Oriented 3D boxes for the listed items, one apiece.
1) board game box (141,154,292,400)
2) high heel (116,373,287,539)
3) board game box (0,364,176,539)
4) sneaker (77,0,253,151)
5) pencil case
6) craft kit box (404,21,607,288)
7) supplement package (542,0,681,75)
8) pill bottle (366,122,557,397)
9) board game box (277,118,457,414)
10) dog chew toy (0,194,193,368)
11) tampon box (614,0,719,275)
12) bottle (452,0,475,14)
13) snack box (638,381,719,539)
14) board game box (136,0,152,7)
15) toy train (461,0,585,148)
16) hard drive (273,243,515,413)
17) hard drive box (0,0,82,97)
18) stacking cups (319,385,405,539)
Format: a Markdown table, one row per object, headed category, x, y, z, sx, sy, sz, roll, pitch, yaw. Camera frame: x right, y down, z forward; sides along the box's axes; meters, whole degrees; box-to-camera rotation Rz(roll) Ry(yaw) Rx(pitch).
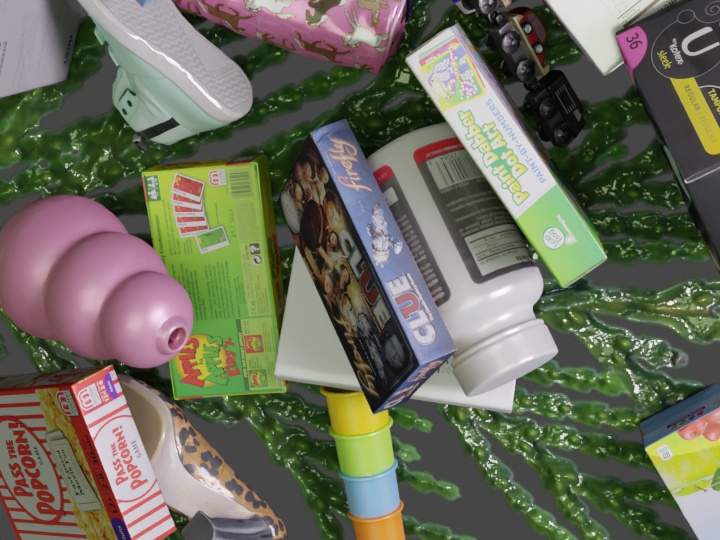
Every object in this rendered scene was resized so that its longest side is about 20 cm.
| category | x | y | z | sx | sy | sz | roll | pitch | yaw |
| --- | --- | --- | --- | --- | --- | --- | --- | --- | --- |
| board game box | -0.121 | 0.006 | 1.189 | 0.101 | 0.048 | 0.201 | -4 | 102 | 9 |
| high heel | -0.145 | 0.179 | 1.237 | 0.071 | 0.142 | 0.200 | -43 | 60 | 11 |
| board game box | -0.256 | 0.163 | 1.190 | 0.199 | 0.046 | 0.152 | -10 | 104 | 48 |
| sneaker | -0.193 | -0.178 | 1.114 | 0.118 | 0.074 | 0.200 | -21 | 121 | 44 |
| pencil case | -0.058 | -0.226 | 1.110 | 0.199 | 0.087 | 0.083 | 17 | 147 | 4 |
| craft kit box | 0.111 | -0.097 | 1.056 | 0.048 | 0.198 | 0.200 | -34 | 97 | 14 |
| supplement package | 0.166 | -0.263 | 1.053 | 0.109 | 0.114 | 0.200 | -38 | 95 | 13 |
| pill bottle | 0.077 | -0.007 | 1.096 | 0.110 | 0.111 | 0.201 | -28 | 77 | 13 |
| board game box | 0.000 | 0.000 | 1.087 | 0.034 | 0.136 | 0.201 | -19 | 74 | -22 |
| dog chew toy | -0.215 | 0.016 | 1.138 | 0.200 | 0.124 | 0.125 | 26 | 108 | 35 |
| tampon box | 0.290 | -0.092 | 1.010 | 0.126 | 0.150 | 0.200 | -26 | 141 | 12 |
| bottle | 0.033 | -0.289 | 1.080 | 0.200 | 0.084 | 0.065 | 45 | 85 | -16 |
| snack box | 0.356 | 0.181 | 1.151 | 0.168 | 0.068 | 0.200 | -31 | 99 | 13 |
| board game box | -0.146 | -0.308 | 1.051 | 0.151 | 0.200 | 0.037 | 47 | 143 | 0 |
| toy train | 0.125 | -0.182 | 1.086 | 0.046 | 0.034 | 0.200 | -43 | 120 | -13 |
| hard drive | 0.036 | 0.040 | 1.159 | 0.199 | 0.027 | 0.133 | 8 | 77 | 6 |
| hard drive box | -0.281 | -0.223 | 1.081 | 0.076 | 0.200 | 0.157 | 17 | 104 | 4 |
| stacking cups | 0.012 | 0.189 | 1.213 | 0.060 | 0.061 | 0.201 | -9 | 106 | 10 |
